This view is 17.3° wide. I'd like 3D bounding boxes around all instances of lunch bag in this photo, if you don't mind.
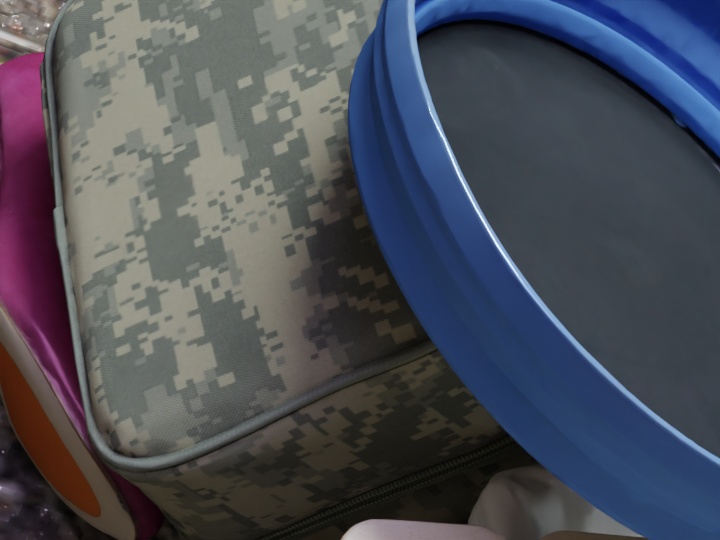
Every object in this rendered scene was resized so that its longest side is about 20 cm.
[{"bbox_3d":[0.000,0.000,0.733,0.139,0.168,0.201,-23,52,11],"label":"lunch bag"}]

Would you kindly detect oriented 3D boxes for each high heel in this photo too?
[{"bbox_3d":[-0.081,0.001,0.765,0.096,0.068,0.200,-20,44,-19],"label":"high heel"}]

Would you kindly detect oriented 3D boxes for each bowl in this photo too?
[{"bbox_3d":[0.080,-0.009,0.629,0.200,0.039,0.201,28,38,-24],"label":"bowl"}]

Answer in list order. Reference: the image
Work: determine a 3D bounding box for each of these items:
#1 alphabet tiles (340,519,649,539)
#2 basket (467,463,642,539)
[{"bbox_3d":[0.046,0.145,0.544,0.195,0.015,0.201,6,50,-11],"label":"alphabet tiles"},{"bbox_3d":[0.125,0.137,0.668,0.199,0.124,0.136,-2,50,-17],"label":"basket"}]
